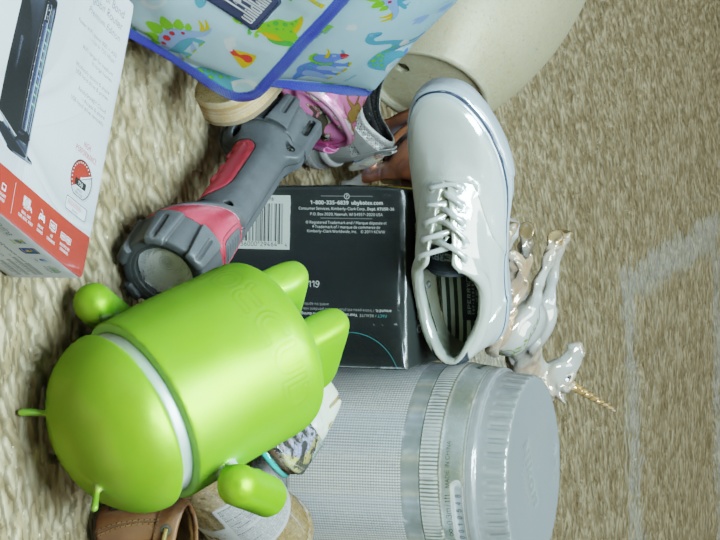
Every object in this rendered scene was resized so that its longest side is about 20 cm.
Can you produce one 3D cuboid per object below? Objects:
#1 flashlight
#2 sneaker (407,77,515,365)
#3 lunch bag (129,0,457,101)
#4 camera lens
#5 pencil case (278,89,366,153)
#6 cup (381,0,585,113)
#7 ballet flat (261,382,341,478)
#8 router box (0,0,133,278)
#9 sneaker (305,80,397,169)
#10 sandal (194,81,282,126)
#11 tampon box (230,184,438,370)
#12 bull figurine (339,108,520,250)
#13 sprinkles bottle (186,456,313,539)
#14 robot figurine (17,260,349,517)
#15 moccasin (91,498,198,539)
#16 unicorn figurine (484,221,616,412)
[{"bbox_3d":[-0.096,-0.051,1.429,0.068,0.068,0.200,48,37,-17],"label":"flashlight"},{"bbox_3d":[0.067,-0.029,1.436,0.071,0.073,0.201,-52,136,-57],"label":"sneaker"},{"bbox_3d":[-0.041,-0.195,1.324,0.200,0.170,0.128,4,60,-35],"label":"lunch bag"},{"bbox_3d":[0.034,0.147,1.587,0.160,0.199,0.161,1,90,-69],"label":"camera lens"},{"bbox_3d":[-0.001,-0.183,1.549,0.200,0.086,0.083,-60,-173,-24],"label":"pencil case"},{"bbox_3d":[0.072,-0.201,1.703,0.200,0.200,0.144,61,42,-52],"label":"cup"},{"bbox_3d":[-0.048,0.094,1.448,0.200,0.072,0.072,-172,-98,-85],"label":"ballet flat"},{"bbox_3d":[-0.203,-0.114,1.174,0.200,0.049,0.180,47,48,-61],"label":"router box"},{"bbox_3d":[-0.009,-0.179,1.634,0.075,0.082,0.201,-43,130,-62],"label":"sneaker"},{"bbox_3d":[-0.062,-0.193,1.451,0.212,0.077,0.070,-64,144,-40],"label":"sandal"},{"bbox_3d":[0.000,0.000,1.566,0.200,0.149,0.127,-7,97,-69],"label":"tampon box"},{"bbox_3d":[0.054,-0.066,1.734,0.200,0.121,0.065,60,24,-51],"label":"bull figurine"},{"bbox_3d":[-0.094,0.144,1.436,0.200,0.068,0.068,56,39,-56],"label":"sprinkles bottle"},{"bbox_3d":[-0.103,0.070,1.287,0.200,0.176,0.116,-29,156,-31],"label":"robot figurine"},{"bbox_3d":[-0.118,0.237,1.361,0.074,0.077,0.202,-30,118,-66],"label":"moccasin"},{"bbox_3d":[0.131,0.034,1.626,0.200,0.074,0.138,5,96,-56],"label":"unicorn figurine"}]
